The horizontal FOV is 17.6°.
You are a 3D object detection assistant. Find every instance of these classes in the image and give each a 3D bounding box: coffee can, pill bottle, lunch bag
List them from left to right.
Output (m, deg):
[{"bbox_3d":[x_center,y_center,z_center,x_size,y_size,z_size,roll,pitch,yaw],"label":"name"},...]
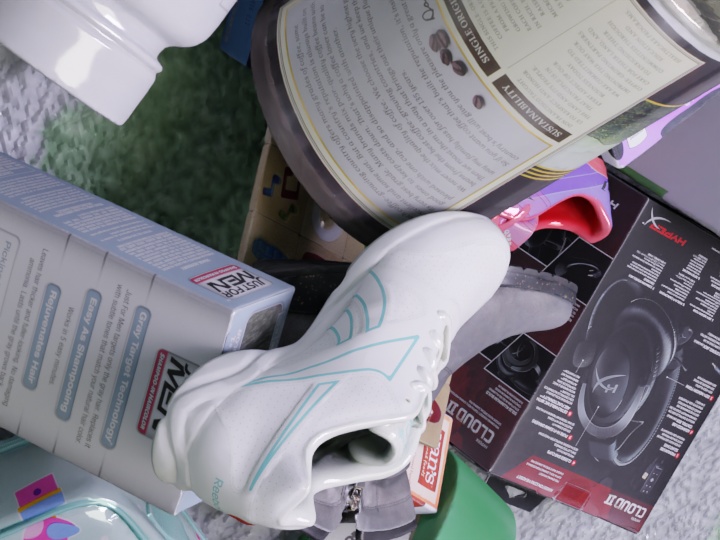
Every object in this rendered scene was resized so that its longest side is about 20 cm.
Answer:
[{"bbox_3d":[-0.146,0.168,1.174,0.159,0.077,0.201,-24,132,7],"label":"lunch bag"},{"bbox_3d":[-0.088,-0.173,1.037,0.113,0.113,0.201,35,90,-43],"label":"pill bottle"},{"bbox_3d":[0.070,-0.112,1.045,0.199,0.147,0.146,-31,144,34],"label":"coffee can"}]

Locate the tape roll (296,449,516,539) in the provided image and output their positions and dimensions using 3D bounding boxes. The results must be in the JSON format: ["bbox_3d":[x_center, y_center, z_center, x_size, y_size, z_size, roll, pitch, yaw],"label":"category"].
[{"bbox_3d":[-0.003,0.185,1.245,0.048,0.200,0.201,43,85,-13],"label":"tape roll"}]

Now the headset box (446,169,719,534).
[{"bbox_3d":[0.139,0.054,1.362,0.148,0.077,0.201,24,99,-42],"label":"headset box"}]

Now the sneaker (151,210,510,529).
[{"bbox_3d":[0.006,0.047,0.997,0.200,0.080,0.071,-38,142,-32],"label":"sneaker"}]

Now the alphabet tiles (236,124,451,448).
[{"bbox_3d":[0.000,0.000,1.137,0.166,0.006,0.202,28,69,-46],"label":"alphabet tiles"}]

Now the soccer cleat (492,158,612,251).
[{"bbox_3d":[0.054,-0.043,1.235,0.199,0.074,0.068,-8,161,-37],"label":"soccer cleat"}]

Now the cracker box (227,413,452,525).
[{"bbox_3d":[-0.065,0.068,1.171,0.200,0.133,0.058,33,58,-43],"label":"cracker box"}]

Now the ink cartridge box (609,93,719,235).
[{"bbox_3d":[0.250,-0.046,1.344,0.199,0.145,0.084,25,99,-43],"label":"ink cartridge box"}]

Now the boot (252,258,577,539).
[{"bbox_3d":[0.021,0.061,1.116,0.199,0.070,0.133,-1,93,-38],"label":"boot"}]

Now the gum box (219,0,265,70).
[{"bbox_3d":[0.040,-0.177,1.180,0.199,0.045,0.171,2,112,-37],"label":"gum box"}]

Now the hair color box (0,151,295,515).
[{"bbox_3d":[-0.137,0.019,1.045,0.061,0.199,0.100,-19,130,-62],"label":"hair color box"}]

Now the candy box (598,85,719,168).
[{"bbox_3d":[0.148,-0.183,1.180,0.167,0.071,0.201,-37,132,-16],"label":"candy box"}]
